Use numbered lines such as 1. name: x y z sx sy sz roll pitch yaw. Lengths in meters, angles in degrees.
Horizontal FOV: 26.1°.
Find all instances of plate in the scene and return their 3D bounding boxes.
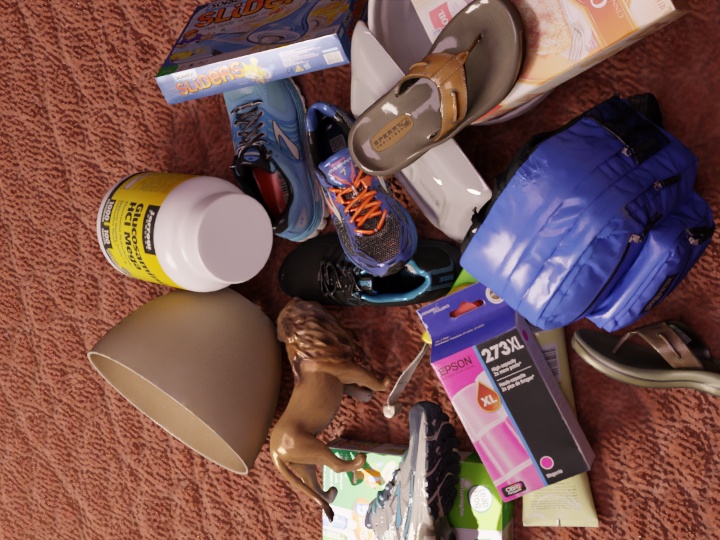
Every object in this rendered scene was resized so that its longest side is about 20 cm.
1. plate: 0.046 -0.115 1.431 0.032 0.200 0.201 -35 81 -8

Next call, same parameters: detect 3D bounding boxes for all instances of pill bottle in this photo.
1. pill bottle: -0.172 -0.039 1.532 0.199 0.112 0.114 8 102 56

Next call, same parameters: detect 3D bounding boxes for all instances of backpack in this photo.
1. backpack: 0.193 -0.040 1.292 0.167 0.199 0.163 39 122 20

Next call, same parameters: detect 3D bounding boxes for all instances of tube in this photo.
1. tube: 0.180 0.150 1.487 0.058 0.051 0.202 10 110 64

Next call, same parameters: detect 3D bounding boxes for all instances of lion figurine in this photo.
1. lion figurine: -0.046 0.133 1.516 0.122 0.202 0.072 26 153 -20

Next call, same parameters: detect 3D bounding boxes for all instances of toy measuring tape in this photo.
1. toy measuring tape: 0.095 0.075 1.500 0.073 0.073 0.201 35 109 16

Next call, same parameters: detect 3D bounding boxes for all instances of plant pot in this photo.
1. plant pot: -0.156 0.091 1.563 0.199 0.201 0.135 31 73 17

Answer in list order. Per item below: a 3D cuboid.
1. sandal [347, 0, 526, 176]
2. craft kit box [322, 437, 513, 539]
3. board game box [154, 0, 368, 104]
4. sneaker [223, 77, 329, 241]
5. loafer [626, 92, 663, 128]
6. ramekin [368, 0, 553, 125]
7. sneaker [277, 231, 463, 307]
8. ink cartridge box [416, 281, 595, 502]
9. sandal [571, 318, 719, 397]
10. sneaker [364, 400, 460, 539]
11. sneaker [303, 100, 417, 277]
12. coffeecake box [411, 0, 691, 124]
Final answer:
1. sandal: 0.058 -0.150 1.300 0.199 0.054 0.082 -36 83 26
2. craft kit box: 0.056 0.278 1.558 0.196 0.048 0.202 2 98 20
3. board game box: -0.089 -0.230 1.506 0.198 0.136 0.035 -10 126 24
4. sneaker: -0.093 -0.126 1.542 0.078 0.090 0.202 -23 86 24
5. loafer: 0.236 -0.063 1.418 0.072 0.073 0.202 8 99 26
6. ramekin: 0.116 -0.236 1.429 0.198 0.105 0.202 3 98 23
7. sneaker: 0.000 0.000 1.523 0.198 0.082 0.074 -5 98 26
8. ink cartridge box: 0.133 0.111 1.447 0.094 0.037 0.201 -25 97 24
9. sandal: 0.292 0.074 1.410 0.199 0.080 0.058 9 106 13
10. sneaker: 0.043 0.224 1.493 0.086 0.077 0.202 6 99 26
11. sneaker: -0.010 -0.079 1.481 0.075 0.078 0.201 -32 62 6
12. coffeecake box: 0.153 -0.239 1.315 0.199 0.073 0.155 -28 86 25
